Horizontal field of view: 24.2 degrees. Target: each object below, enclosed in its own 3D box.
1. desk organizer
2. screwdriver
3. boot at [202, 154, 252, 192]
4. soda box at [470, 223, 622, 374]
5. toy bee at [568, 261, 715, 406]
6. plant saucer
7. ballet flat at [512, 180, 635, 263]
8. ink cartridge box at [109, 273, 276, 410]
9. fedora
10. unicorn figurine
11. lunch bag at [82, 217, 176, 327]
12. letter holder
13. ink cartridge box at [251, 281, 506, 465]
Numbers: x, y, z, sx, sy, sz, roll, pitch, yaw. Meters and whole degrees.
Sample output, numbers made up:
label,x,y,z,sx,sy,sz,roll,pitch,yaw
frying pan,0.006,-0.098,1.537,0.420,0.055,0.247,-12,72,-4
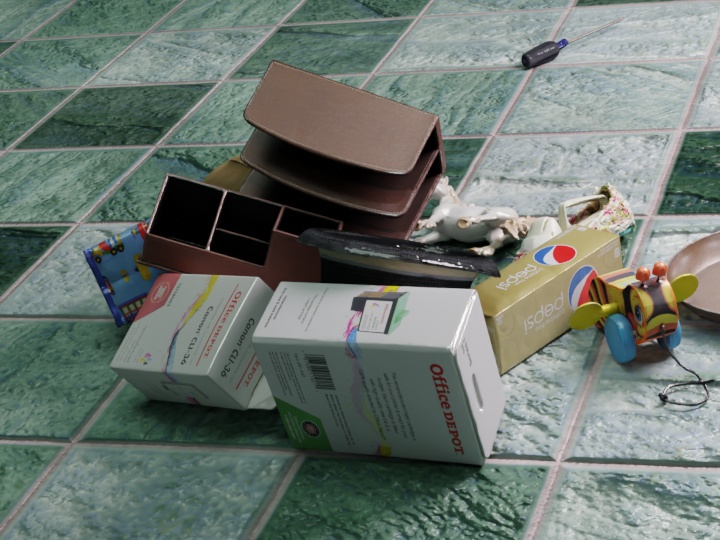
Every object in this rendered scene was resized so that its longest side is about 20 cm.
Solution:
label,x,y,z,sx,sy,sz,roll,pitch,yaw
desk organizer,-0.122,-0.029,1.733,0.198,0.078,0.072,15,26,0
screwdriver,0.310,-0.339,2.445,0.199,0.028,0.029,-31,60,-30
boot,-0.099,-0.121,1.950,0.174,0.067,0.200,-30,13,-10
soda box,0.181,0.027,1.702,0.199,0.068,0.064,-30,32,-35
toy bee,0.278,0.033,1.609,0.130,0.110,0.199,-25,29,-31
plant saucer,0.408,0.010,1.695,0.198,0.032,0.201,-8,25,4
ballet flat,0.219,-0.038,1.823,0.199,0.065,0.075,-31,15,-37
ink cartridge box,-0.143,0.068,1.653,0.199,0.067,0.117,1,57,45
fedora,0.032,0.019,1.599,0.198,0.093,0.201,9,4,-1
unicorn figurine,0.113,-0.059,1.917,0.199,0.075,0.137,23,30,27
lunch bag,-0.211,-0.011,1.882,0.149,0.095,0.200,-26,0,-1
letter holder,-0.030,-0.111,1.768,0.198,0.101,0.143,20,66,18
ink cartridge box,0.020,0.092,1.526,0.198,0.146,0.084,2,42,24
